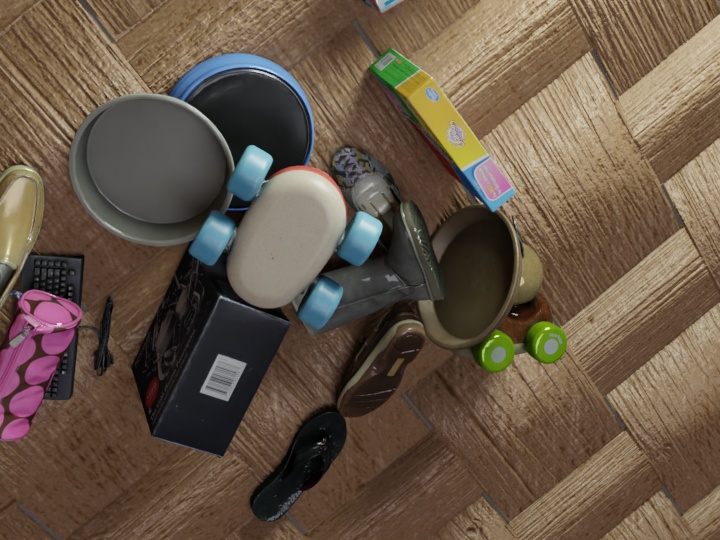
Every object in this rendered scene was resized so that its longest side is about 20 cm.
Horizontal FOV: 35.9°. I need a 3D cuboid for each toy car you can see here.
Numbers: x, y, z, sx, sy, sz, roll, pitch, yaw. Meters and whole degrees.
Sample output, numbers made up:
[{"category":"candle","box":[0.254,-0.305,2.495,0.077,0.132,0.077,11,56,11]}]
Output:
[{"category":"toy car","box":[-0.088,-0.059,1.367,0.183,0.200,0.178,30,106,-9]},{"category":"toy car","box":[0.192,0.016,1.542,0.156,0.164,0.202,-7,105,-18]}]

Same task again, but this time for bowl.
[{"category":"bowl","box":[-0.152,-0.168,1.393,0.199,0.039,0.202,-8,115,-17]}]

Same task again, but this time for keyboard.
[{"category":"keyboard","box":[-0.375,0.076,1.430,0.126,0.021,0.202,2,113,-21]}]

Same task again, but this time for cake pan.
[{"category":"cake pan","box":[-0.249,-0.125,1.342,0.198,0.037,0.202,0,120,0]}]

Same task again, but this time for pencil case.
[{"category":"pencil case","box":[-0.422,0.122,1.377,0.090,0.094,0.201,25,111,-6]}]

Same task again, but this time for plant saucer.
[{"category":"plant saucer","box":[0.148,0.011,1.493,0.029,0.200,0.201,17,106,-34]}]

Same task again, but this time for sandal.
[{"category":"sandal","box":[-0.082,0.292,1.617,0.075,0.048,0.201,31,100,-29]}]

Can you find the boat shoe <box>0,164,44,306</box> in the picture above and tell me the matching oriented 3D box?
[{"category":"boat shoe","box":[-0.425,-0.025,1.333,0.071,0.076,0.202,13,107,-24]}]

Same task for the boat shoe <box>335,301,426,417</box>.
[{"category":"boat shoe","box":[0.026,0.125,1.573,0.074,0.075,0.203,14,130,-33]}]

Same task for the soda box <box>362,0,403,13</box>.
[{"category":"soda box","box":[0.085,-0.395,1.363,0.199,0.068,0.064,-31,120,-5]}]

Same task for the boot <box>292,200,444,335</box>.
[{"category":"boot","box":[0.000,0.001,1.469,0.198,0.073,0.183,-9,129,13]}]

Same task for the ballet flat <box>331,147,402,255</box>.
[{"category":"ballet flat","box":[0.034,-0.080,1.485,0.072,0.072,0.201,-37,120,-2]}]

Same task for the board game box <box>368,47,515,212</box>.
[{"category":"board game box","box":[0.104,-0.180,1.418,0.040,0.153,0.200,-40,120,2]}]

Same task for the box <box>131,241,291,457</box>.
[{"category":"box","box":[-0.196,0.097,1.412,0.103,0.182,0.201,21,103,-26]}]
